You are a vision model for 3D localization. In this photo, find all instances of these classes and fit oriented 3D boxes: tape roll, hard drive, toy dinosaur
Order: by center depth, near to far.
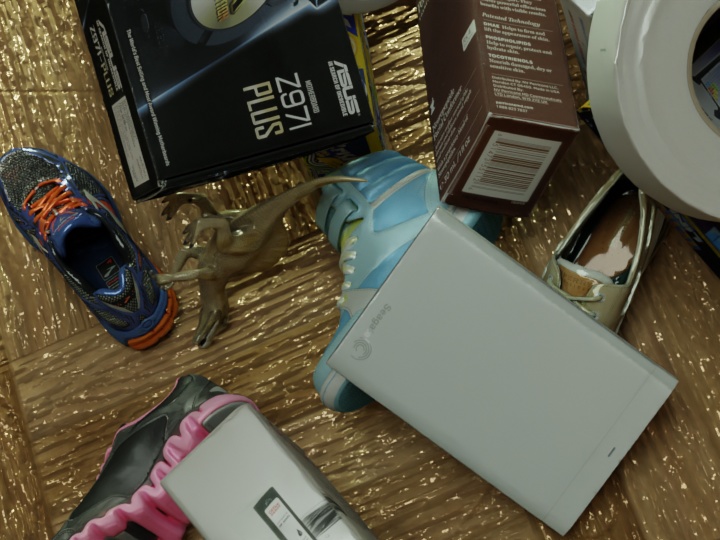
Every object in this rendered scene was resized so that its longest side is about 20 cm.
[{"bbox_3d":[0.249,-0.130,1.299,0.202,0.071,0.203,-1,94,-9],"label":"tape roll"},{"bbox_3d":[0.095,0.068,1.361,0.200,0.026,0.132,36,96,-1],"label":"hard drive"},{"bbox_3d":[-0.088,-0.027,1.442,0.200,0.101,0.058,-49,45,34],"label":"toy dinosaur"}]

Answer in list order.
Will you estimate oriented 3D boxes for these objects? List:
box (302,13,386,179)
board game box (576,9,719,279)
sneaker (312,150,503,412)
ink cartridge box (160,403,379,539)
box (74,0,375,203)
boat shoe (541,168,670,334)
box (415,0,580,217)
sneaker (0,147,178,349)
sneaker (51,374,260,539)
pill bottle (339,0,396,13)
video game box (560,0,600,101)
[{"bbox_3d":[-0.028,-0.174,1.534,0.064,0.070,0.201,-12,65,5],"label":"box"},{"bbox_3d":[0.274,-0.090,1.369,0.165,0.057,0.200,-42,98,-6],"label":"board game box"},{"bbox_3d":[0.000,0.000,1.451,0.130,0.080,0.200,30,69,22],"label":"sneaker"},{"bbox_3d":[-0.026,0.201,1.335,0.084,0.146,0.200,-42,63,-2],"label":"ink cartridge box"},{"bbox_3d":[-0.101,-0.165,1.396,0.163,0.086,0.201,-16,91,-20],"label":"box"},{"bbox_3d":[0.154,0.015,1.405,0.075,0.068,0.201,19,75,22],"label":"boat shoe"},{"bbox_3d":[0.095,-0.149,1.440,0.075,0.100,0.201,9,50,-16],"label":"box"},{"bbox_3d":[-0.212,-0.030,1.521,0.075,0.078,0.200,-44,64,-6],"label":"sneaker"},{"bbox_3d":[-0.160,0.153,1.445,0.200,0.079,0.095,-44,42,-6],"label":"sneaker"},{"bbox_3d":[-0.025,-0.295,1.488,0.111,0.111,0.200,-30,62,2],"label":"pill bottle"},{"bbox_3d":[0.235,-0.208,1.413,0.200,0.182,0.047,-39,67,-2],"label":"video game box"}]
